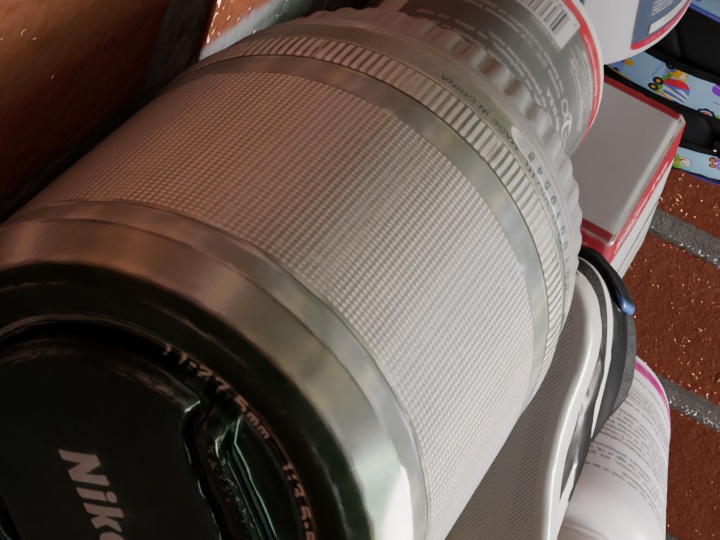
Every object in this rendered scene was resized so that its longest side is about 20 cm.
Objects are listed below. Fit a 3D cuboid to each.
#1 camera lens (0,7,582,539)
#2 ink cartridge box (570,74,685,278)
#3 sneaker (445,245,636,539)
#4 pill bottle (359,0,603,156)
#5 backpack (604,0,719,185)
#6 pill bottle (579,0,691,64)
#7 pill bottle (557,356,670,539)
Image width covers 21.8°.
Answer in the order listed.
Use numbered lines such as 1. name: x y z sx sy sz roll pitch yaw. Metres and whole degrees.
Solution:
1. camera lens: -0.029 0.021 0.582 0.200 0.160 0.160 -49 164 -52
2. ink cartridge box: 0.087 -0.049 1.034 0.084 0.144 0.200 -59 169 -13
3. sneaker: 0.069 0.086 0.788 0.112 0.073 0.200 -12 124 -65
4. pill bottle: 0.019 -0.048 0.778 0.200 0.114 0.114 -51 165 -49
5. backpack: 0.169 -0.143 1.040 0.135 0.200 0.183 -58 168 -23
6. pill bottle: 0.106 -0.181 0.855 0.120 0.120 0.200 -60 170 -11
7. pill bottle: 0.106 0.129 0.994 0.200 0.113 0.113 -72 -176 -59
